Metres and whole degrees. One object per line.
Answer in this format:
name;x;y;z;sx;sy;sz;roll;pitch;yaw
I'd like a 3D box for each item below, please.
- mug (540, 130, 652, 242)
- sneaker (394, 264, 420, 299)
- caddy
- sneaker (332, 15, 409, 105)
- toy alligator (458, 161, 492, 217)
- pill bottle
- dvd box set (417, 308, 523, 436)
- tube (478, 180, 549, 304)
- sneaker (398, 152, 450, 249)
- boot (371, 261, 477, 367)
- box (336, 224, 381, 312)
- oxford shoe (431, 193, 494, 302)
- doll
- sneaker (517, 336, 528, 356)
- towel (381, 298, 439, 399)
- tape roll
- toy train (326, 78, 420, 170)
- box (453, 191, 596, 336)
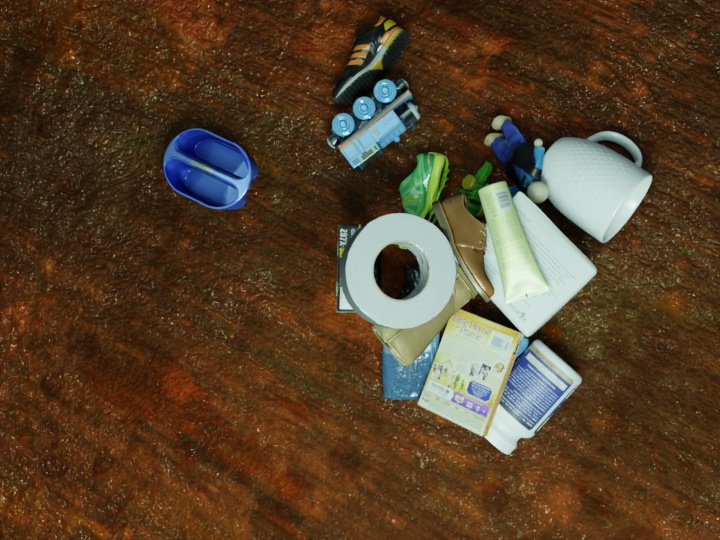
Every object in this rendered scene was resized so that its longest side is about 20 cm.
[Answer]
mug;0.438;-0.179;1.462;0.175;0.148;0.200;39;73;22
sneaker;0.105;0.037;1.558;0.198;0.060;0.105;-23;85;4
caddy;-0.310;-0.208;1.628;0.199;0.105;0.142;25;93;11
sneaker;0.005;-0.428;1.601;0.200;0.070;0.090;-45;65;6
toy alligator;0.206;-0.121;1.548;0.054;0.059;0.202;23;94;53
pill bottle;0.308;0.239;1.475;0.116;0.116;0.200;42;95;10
dvd box set;0.203;0.185;1.463;0.145;0.029;0.202;20;91;32
tube;0.253;-0.049;1.337;0.058;0.052;0.202;-26;80;53
sneaker;0.115;-0.138;1.564;0.083;0.074;0.202;21;91;32
boot;0.099;0.048;1.452;0.200;0.066;0.175;-41;84;-10
box;0.000;0.000;1.508;0.049;0.200;0.161;-1;86;13
oxford shoe;0.189;-0.043;1.338;0.071;0.071;0.201;-24;73;9
doll;0.300;-0.198;1.480;0.048;0.137;0.201;-2;46;-25
sneaker;0.243;0.194;1.494;0.199;0.066;0.079;-36;53;21
towel;0.097;0.154;1.520;0.110;0.049;0.202;-1;105;-4
tape roll;0.065;0.002;1.386;0.198;0.066;0.202;1;87;-11
toy train;0.030;-0.294;1.577;0.199;0.087;0.115;-37;90;6
box;0.301;-0.007;1.444;0.171;0.199;0.200;-43;79;7
